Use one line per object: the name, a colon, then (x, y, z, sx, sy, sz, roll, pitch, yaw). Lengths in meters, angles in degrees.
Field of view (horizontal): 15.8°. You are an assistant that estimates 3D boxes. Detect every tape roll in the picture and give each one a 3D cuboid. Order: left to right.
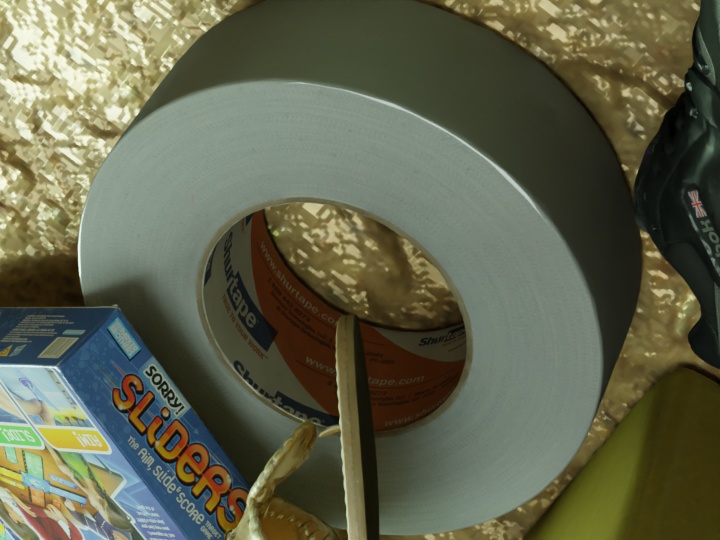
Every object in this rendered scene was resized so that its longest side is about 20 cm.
tape roll: (0.000, 0.000, 0.951, 0.199, 0.066, 0.201, 12, 129, 15)

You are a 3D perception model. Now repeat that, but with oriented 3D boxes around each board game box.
board game box: (-0.115, 0.076, 1.021, 0.200, 0.034, 0.136, 0, 129, 56)

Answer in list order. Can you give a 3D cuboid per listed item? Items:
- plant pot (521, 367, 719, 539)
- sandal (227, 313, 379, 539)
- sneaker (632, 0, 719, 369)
plant pot: (0.125, 0.202, 0.962, 0.194, 0.200, 0.196, 33, 131, -3)
sandal: (-0.024, 0.124, 0.922, 0.069, 0.078, 0.213, -6, 105, 5)
sneaker: (0.124, -0.040, 0.867, 0.087, 0.076, 0.201, 1, 125, 30)
